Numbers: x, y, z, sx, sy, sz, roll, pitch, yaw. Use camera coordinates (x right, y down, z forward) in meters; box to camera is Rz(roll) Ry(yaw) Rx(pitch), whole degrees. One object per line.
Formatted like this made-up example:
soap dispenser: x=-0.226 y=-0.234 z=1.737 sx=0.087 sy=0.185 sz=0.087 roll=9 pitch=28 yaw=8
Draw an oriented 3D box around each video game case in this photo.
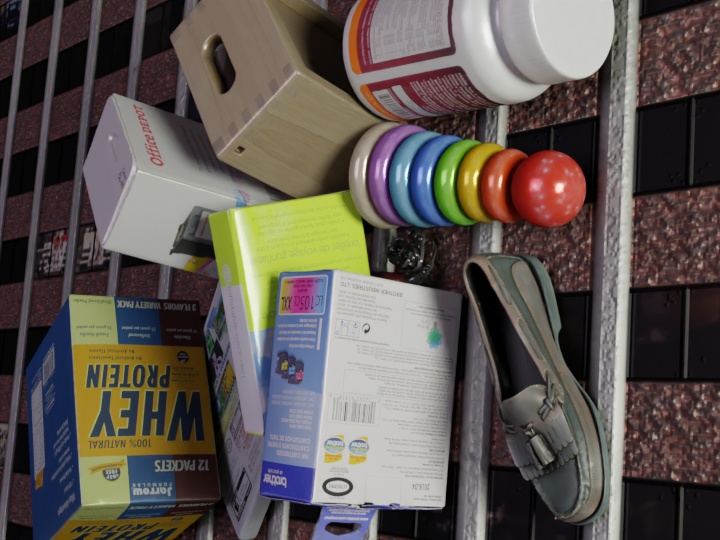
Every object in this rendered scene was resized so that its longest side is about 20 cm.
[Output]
video game case: x=-0.109 y=0.115 z=1.086 sx=0.183 sy=0.022 sz=0.202 roll=59 pitch=139 yaw=40

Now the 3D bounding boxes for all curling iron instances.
curling iron: x=0.000 y=0.000 z=1.008 sx=0.199 sy=0.025 sz=0.050 roll=-13 pitch=47 yaw=55

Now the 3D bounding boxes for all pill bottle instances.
pill bottle: x=0.085 y=-0.176 z=0.873 sx=0.198 sy=0.108 sz=0.112 roll=0 pitch=81 yaw=50

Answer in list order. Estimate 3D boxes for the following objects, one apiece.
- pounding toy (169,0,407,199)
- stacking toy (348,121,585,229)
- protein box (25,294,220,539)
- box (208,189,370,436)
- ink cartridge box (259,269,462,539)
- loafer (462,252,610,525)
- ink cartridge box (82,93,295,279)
pounding toy: x=-0.070 y=-0.153 z=1.025 sx=0.142 sy=0.183 sz=0.202 roll=-42 pitch=51 yaw=21
stacking toy: x=0.082 y=-0.068 z=0.881 sx=0.198 sy=0.084 sz=0.087 roll=9 pitch=88 yaw=48
protein box: x=-0.242 y=0.159 z=1.154 sx=0.199 sy=0.133 sz=0.203 roll=-44 pitch=50 yaw=52
box: x=-0.046 y=0.044 z=0.945 sx=0.047 sy=0.120 sz=0.204 roll=-4 pitch=95 yaw=59
ink cartridge box: x=0.000 y=0.109 z=0.893 sx=0.076 sy=0.135 sz=0.204 roll=-6 pitch=77 yaw=51
loafer: x=0.114 y=0.080 z=0.816 sx=0.072 sy=0.062 sz=0.203 roll=-38 pitch=54 yaw=39
ink cartridge box: x=-0.134 y=-0.064 z=1.035 sx=0.087 sy=0.197 sz=0.148 roll=-62 pitch=32 yaw=22
